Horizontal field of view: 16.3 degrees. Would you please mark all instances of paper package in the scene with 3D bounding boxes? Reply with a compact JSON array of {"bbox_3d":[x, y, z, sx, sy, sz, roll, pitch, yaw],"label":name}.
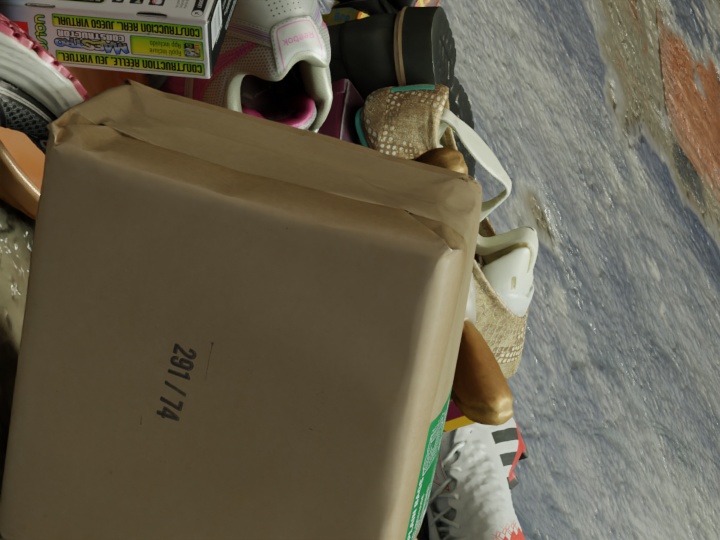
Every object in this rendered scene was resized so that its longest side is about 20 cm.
[{"bbox_3d":[-0.053,0.039,1.127,0.103,0.190,0.201,-53,156,-65],"label":"paper package"}]

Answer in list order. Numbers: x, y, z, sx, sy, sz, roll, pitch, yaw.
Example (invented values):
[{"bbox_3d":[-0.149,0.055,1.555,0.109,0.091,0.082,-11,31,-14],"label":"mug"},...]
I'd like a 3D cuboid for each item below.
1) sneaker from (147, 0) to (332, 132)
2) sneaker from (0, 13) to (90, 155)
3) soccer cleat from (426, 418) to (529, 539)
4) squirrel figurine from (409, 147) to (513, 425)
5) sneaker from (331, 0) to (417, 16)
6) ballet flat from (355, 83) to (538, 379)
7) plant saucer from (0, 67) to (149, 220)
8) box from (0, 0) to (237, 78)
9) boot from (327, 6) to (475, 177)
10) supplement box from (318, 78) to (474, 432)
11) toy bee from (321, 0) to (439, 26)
[{"bbox_3d":[-0.064,-0.095,1.350,0.200,0.081,0.089,107,-39,-61],"label":"sneaker"},{"bbox_3d":[-0.199,-0.093,1.113,0.200,0.075,0.081,28,7,-45],"label":"sneaker"},{"bbox_3d":[0.064,0.139,1.579,0.085,0.068,0.200,51,24,-21],"label":"soccer cleat"},{"bbox_3d":[-0.044,0.018,1.311,0.200,0.186,0.142,-158,-123,-71],"label":"squirrel figurine"},{"bbox_3d":[-0.006,-0.187,1.530,0.066,0.200,0.091,-15,88,-42],"label":"sneaker"},{"bbox_3d":[0.066,-0.024,1.480,0.200,0.065,0.071,60,24,-25],"label":"ballet flat"},{"bbox_3d":[-0.170,-0.108,1.264,0.200,0.037,0.201,49,29,-40],"label":"plant saucer"},{"bbox_3d":[-0.107,-0.172,1.251,0.200,0.109,0.035,-76,169,-48],"label":"box"},{"bbox_3d":[-0.005,-0.088,1.557,0.201,0.138,0.078,77,18,-45],"label":"boot"},{"bbox_3d":[0.000,0.000,1.508,0.200,0.085,0.111,54,27,-36],"label":"supplement box"},{"bbox_3d":[0.003,-0.141,1.612,0.108,0.131,0.201,13,67,-36],"label":"toy bee"}]
